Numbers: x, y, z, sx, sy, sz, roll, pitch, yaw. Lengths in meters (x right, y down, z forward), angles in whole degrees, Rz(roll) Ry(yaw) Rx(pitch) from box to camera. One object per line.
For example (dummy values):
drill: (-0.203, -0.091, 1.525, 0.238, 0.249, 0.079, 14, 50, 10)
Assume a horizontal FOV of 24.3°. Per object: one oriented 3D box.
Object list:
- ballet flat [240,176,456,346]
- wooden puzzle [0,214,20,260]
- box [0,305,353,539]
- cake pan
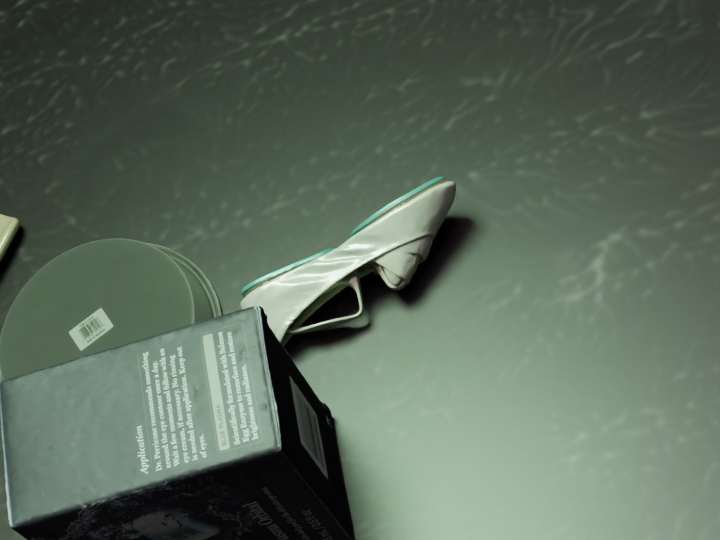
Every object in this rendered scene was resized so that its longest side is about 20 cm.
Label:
ballet flat: (0.000, 0.000, 1.339, 0.199, 0.069, 0.070, -30, 58, 4)
wooden puzzle: (-0.418, 0.007, 1.470, 0.199, 0.037, 0.186, 16, 68, 24)
box: (-0.129, 0.141, 1.214, 0.199, 0.197, 0.118, -16, 59, 8)
cake pan: (-0.212, 0.058, 1.379, 0.199, 0.037, 0.202, -8, 60, 13)
